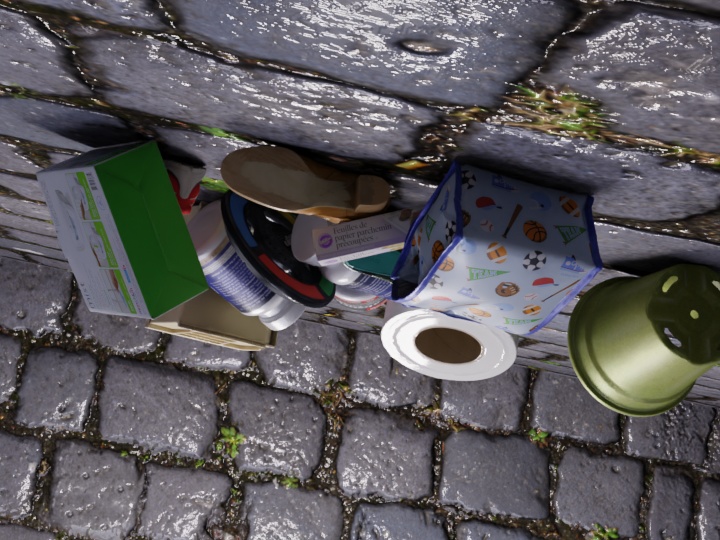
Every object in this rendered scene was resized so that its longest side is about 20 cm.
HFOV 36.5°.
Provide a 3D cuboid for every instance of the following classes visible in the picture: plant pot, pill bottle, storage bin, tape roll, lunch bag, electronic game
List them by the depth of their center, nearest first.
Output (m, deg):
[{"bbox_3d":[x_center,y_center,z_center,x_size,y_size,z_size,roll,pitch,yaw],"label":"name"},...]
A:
[{"bbox_3d":[0.138,-0.011,1.180,0.169,0.125,0.200,13,144,-12],"label":"lunch bag"},{"bbox_3d":[0.400,0.078,1.442,0.199,0.202,0.184,13,160,-8],"label":"plant pot"},{"bbox_3d":[-0.107,-0.032,1.444,0.042,0.201,0.200,-41,147,19],"label":"electronic game"},{"bbox_3d":[0.011,-0.027,1.451,0.199,0.112,0.111,17,171,-35],"label":"pill bottle"},{"bbox_3d":[0.133,0.081,1.584,0.201,0.071,0.203,9,146,6],"label":"tape roll"},{"bbox_3d":[0.000,0.000,1.647,0.115,0.117,0.200,11,172,5],"label":"pill bottle"},{"bbox_3d":[-0.171,-0.004,1.648,0.200,0.116,0.115,44,156,-30],"label":"pill bottle"},{"bbox_3d":[-0.219,0.012,1.744,0.198,0.202,0.093,18,166,-39],"label":"storage bin"}]

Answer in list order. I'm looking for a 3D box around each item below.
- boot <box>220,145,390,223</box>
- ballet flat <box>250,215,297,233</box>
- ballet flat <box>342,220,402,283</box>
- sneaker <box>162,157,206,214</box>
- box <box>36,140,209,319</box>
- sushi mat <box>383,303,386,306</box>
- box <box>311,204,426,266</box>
[{"bbox_3d":[-0.065,-0.089,1.270,0.200,0.071,0.144,8,172,-8],"label":"boot"},{"bbox_3d":[-0.103,-0.050,1.631,0.071,0.072,0.200,7,171,32],"label":"ballet flat"},{"bbox_3d":[0.055,-0.014,1.372,0.199,0.075,0.074,25,166,-30],"label":"ballet flat"},{"bbox_3d":[-0.273,-0.099,1.451,0.077,0.086,0.200,16,171,-27],"label":"sneaker"},{"bbox_3d":[-0.304,-0.049,1.379,0.096,0.201,0.176,-29,-162,-34],"label":"box"},{"bbox_3d":[0.069,0.033,1.891,0.012,0.096,0.200,-17,162,19],"label":"sushi mat"},{"bbox_3d":[0.045,-0.047,1.257,0.198,0.039,0.041,-12,170,2],"label":"box"}]
